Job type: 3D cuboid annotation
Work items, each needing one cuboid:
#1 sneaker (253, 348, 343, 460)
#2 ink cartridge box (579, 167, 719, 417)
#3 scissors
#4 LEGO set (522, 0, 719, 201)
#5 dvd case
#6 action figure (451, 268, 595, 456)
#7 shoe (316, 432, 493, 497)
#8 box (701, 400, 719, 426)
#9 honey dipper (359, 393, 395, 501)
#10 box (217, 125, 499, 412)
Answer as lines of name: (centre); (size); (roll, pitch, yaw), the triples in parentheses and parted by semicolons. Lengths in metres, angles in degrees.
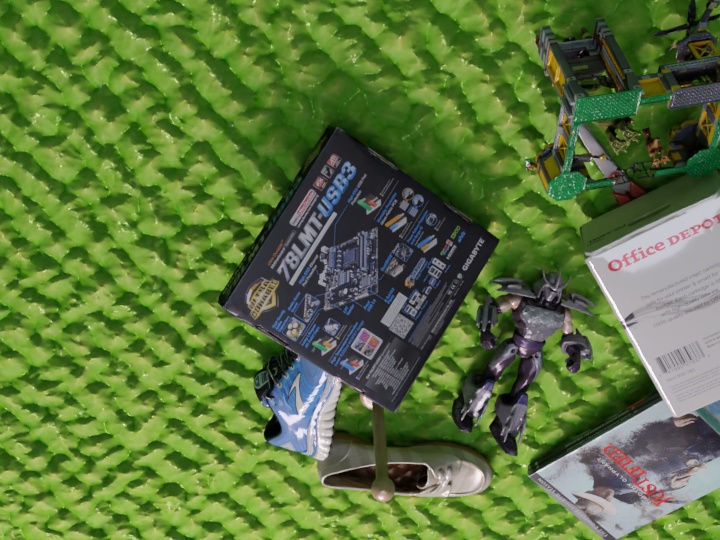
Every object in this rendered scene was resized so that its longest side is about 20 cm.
sneaker: (-0.064, 0.109, 1.115); (0.089, 0.079, 0.201); (6, 118, -6)
ink cartridge box: (0.318, 0.019, 1.041); (0.145, 0.083, 0.200); (-26, 109, 18)
scissors: (0.247, -0.078, 1.051); (0.200, 0.014, 0.073); (34, 114, -19)
LEGO set: (0.235, -0.157, 0.974); (0.199, 0.116, 0.154); (-14, 141, 0)
dvd case: (0.304, 0.214, 1.186); (0.146, 0.022, 0.200); (41, 123, -20)
action figure: (0.166, 0.084, 1.110); (0.130, 0.069, 0.201); (19, 114, -5)
shoe: (0.048, 0.223, 1.190); (0.199, 0.053, 0.070); (8, 118, -5)
box: (0.436, 0.099, 1.137); (0.144, 0.036, 0.200); (28, 114, -14)
honey dipper: (0.019, 0.154, 1.070); (0.038, 0.200, 0.038); (0, 118, -1)
box: (0.000, 0.000, 1.031); (0.198, 0.050, 0.200); (32, 88, -15)
